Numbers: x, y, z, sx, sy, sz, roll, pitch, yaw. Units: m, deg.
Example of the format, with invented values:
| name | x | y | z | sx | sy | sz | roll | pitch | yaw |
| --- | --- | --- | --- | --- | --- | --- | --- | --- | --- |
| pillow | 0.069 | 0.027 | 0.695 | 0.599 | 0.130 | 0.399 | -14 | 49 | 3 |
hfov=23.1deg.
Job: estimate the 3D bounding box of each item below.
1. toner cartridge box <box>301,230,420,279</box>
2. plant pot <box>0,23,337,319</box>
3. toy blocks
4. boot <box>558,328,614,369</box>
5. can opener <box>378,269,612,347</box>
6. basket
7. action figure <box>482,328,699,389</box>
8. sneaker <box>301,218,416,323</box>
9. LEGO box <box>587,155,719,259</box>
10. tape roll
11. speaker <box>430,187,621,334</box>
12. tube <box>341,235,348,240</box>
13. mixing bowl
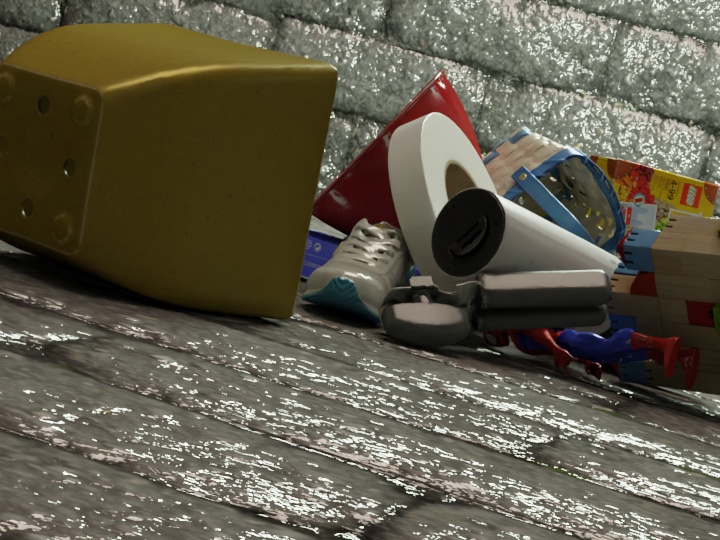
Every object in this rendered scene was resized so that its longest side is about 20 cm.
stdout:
| name | x | y | z | sx | sy | sz | roll | pitch | yaw |
| --- | --- | --- | --- | --- | --- | --- | --- | --- | --- |
| toner cartridge box | 0.000 | 0.000 | 1.730 | 0.199 | 0.044 | 0.095 | 18 | 4 | 35 |
| plant pot | -0.164 | -0.078 | 1.284 | 0.194 | 0.196 | 0.199 | 18 | 11 | 35 |
| toy blocks | 0.272 | 0.029 | 1.504 | 0.136 | 0.201 | 0.100 | 7 | 40 | 30 |
| boot | 0.268 | 0.078 | 1.696 | 0.187 | 0.069 | 0.200 | 9 | -6 | 25 |
| can opener | 0.110 | 0.035 | 1.443 | 0.198 | 0.053 | 0.067 | -5 | 49 | -13 |
| basket | 0.202 | -0.044 | 1.795 | 0.177 | 0.139 | 0.200 | 51 | 4 | -47 |
| action figure | 0.187 | 0.066 | 1.506 | 0.199 | 0.052 | 0.065 | 12 | -4 | 39 |
| sneaker | 0.002 | -0.002 | 1.526 | 0.076 | 0.082 | 0.200 | 17 | 6 | 9 |
| LEGO box | 0.335 | -0.026 | 2.152 | 0.148 | 0.202 | 0.077 | 12 | 4 | -20 |
| tape roll | 0.087 | -0.043 | 1.606 | 0.037 | 0.205 | 0.202 | -20 | -10 | 21 |
| speaker | 0.150 | -0.005 | 1.532 | 0.081 | 0.082 | 0.199 | 19 | -2 | 44 |
| tube | 0.031 | -0.004 | 1.904 | 0.077 | 0.051 | 0.200 | 21 | 2 | 22 |
| mixing bowl | 0.049 | -0.092 | 1.763 | 0.108 | 0.200 | 0.200 | 45 | 4 | -3 |
